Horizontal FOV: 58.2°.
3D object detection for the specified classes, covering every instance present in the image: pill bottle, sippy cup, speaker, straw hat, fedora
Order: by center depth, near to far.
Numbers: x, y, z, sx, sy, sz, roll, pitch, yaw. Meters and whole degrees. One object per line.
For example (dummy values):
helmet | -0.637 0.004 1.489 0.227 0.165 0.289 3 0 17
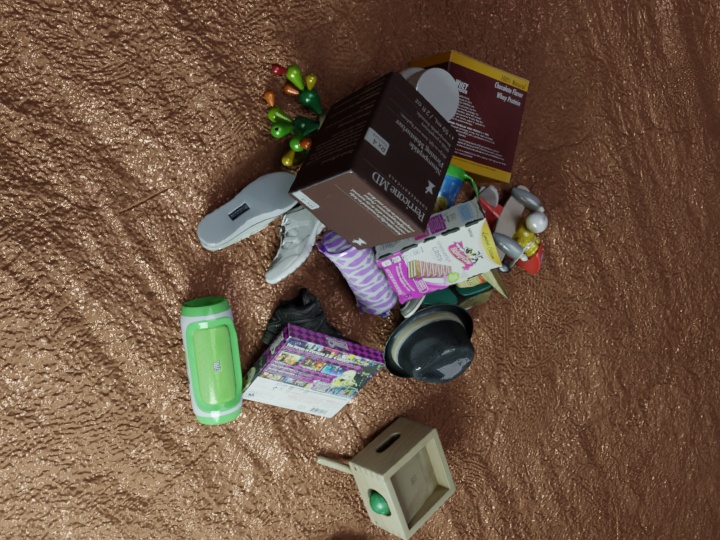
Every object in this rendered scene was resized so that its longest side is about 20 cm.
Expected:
speaker | -0.247 0.149 1.077 0.088 0.088 0.201 -11 102 -29
pill bottle | 0.076 -0.295 1.137 0.109 0.200 0.110 -4 98 -30
sippy cup | 0.116 -0.129 1.195 0.139 0.178 0.131 9 90 -44
fedora | 0.149 0.161 1.270 0.200 0.092 0.201 -14 127 -19
straw hat | 0.216 -0.012 1.303 0.085 0.201 0.201 -28 115 14

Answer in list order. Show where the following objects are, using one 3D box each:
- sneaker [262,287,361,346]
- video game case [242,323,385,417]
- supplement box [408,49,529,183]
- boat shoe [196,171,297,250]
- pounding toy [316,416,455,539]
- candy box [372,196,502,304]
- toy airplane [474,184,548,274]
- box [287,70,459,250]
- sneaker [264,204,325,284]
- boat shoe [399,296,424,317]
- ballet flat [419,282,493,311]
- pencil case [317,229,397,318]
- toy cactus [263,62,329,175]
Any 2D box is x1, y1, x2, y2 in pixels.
sneaker | -0.070 0.102 1.179 0.199 0.076 0.115 18 94 -26
video game case | -0.087 0.183 1.144 0.200 0.036 0.181 20 127 -30
supplement box | 0.191 -0.286 1.245 0.197 0.133 0.201 9 92 -31
boat shoe | -0.183 -0.096 1.092 0.200 0.070 0.071 -37 83 -17
pounding toy | 0.053 0.401 1.275 0.200 0.142 0.185 -32 112 -34
candy box | 0.136 -0.031 1.146 0.200 0.061 0.136 -22 136 10
toy airplane | 0.315 -0.098 1.336 0.199 0.141 0.201 8 71 -46
box | 0.024 -0.168 1.027 0.166 0.164 0.200 37 61 -30
sneaker | -0.118 -0.067 1.143 0.082 0.075 0.200 34 75 -12
boat shoe | 0.111 0.002 1.265 0.057 0.067 0.200 37 57 -11
ballet flat | 0.188 0.061 1.337 0.200 0.071 0.071 -13 103 -26
pencil case | 0.000 0.000 1.178 0.085 0.084 0.200 -22 133 9
toy cactus | -0.080 -0.259 1.123 0.165 0.102 0.201 -16 94 -39
